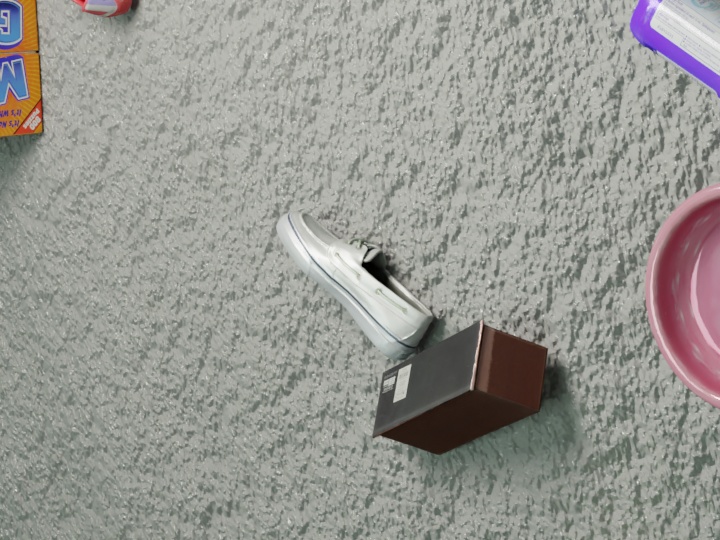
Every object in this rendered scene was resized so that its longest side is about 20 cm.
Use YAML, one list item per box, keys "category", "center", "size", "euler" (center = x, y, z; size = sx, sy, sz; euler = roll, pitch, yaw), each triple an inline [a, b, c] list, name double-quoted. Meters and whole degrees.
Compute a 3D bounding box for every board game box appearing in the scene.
- category: "board game box"
  center: [-0.531, -0.263, 2.101]
  size: [0.200, 0.200, 0.200]
  euler: [8, 104, 42]

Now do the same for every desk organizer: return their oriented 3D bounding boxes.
- category: "desk organizer"
  center: [0.095, 0.118, 1.677]
  size: [0.200, 0.077, 0.072]
  euler: [-33, 41, 57]

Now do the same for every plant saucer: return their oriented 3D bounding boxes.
- category: "plant saucer"
  center: [0.336, 0.022, 1.452]
  size: [0.200, 0.051, 0.201]
  euler: [10, 105, 42]

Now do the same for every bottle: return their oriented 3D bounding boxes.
- category: "bottle"
  center: [0.315, -0.169, 1.409]
  size: [0.200, 0.083, 0.065]
  euler: [42, 124, 30]

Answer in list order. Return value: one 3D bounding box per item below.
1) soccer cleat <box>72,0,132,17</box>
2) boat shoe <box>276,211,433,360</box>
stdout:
- category: "soccer cleat"
  center: [-0.336, -0.357, 1.985]
  size: [0.200, 0.076, 0.067]
  euler: [44, 125, 28]
- category: "boat shoe"
  center: [0.000, 0.000, 1.760]
  size: [0.200, 0.074, 0.067]
  euler: [46, 112, 15]
